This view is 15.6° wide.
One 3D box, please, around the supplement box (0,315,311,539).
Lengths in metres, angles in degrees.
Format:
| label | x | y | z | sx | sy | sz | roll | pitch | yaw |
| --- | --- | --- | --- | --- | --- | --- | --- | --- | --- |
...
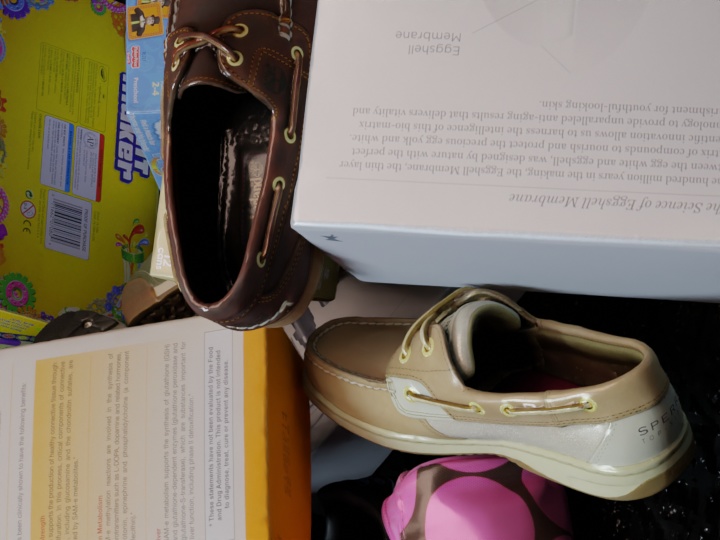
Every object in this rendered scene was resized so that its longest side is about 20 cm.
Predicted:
| label | x | y | z | sx | sy | sz | roll | pitch | yaw |
| --- | --- | --- | --- | --- | --- | --- | --- | --- | --- |
| supplement box | -0.125 | 0.101 | 1.206 | 0.199 | 0.074 | 0.127 | -9 | 60 | 13 |

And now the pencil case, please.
| label | x | y | z | sx | sy | sz | roll | pitch | yaw |
| --- | --- | --- | --- | --- | --- | --- | --- | --- | --- |
| pencil case | 0.053 | 0.180 | 1.161 | 0.091 | 0.093 | 0.201 | 98 | 171 | -63 |

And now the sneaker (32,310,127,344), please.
| label | x | y | z | sx | sy | sz | roll | pitch | yaw |
| --- | --- | --- | --- | --- | --- | --- | --- | --- | --- |
| sneaker | -0.100 | 0.109 | 1.316 | 0.078 | 0.200 | 0.089 | -35 | 2 | -9 |

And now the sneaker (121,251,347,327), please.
| label | x | y | z | sx | sy | sz | roll | pitch | yaw |
| --- | --- | --- | --- | --- | --- | --- | --- | --- | --- |
| sneaker | -0.039 | -0.040 | 1.286 | 0.200 | 0.067 | 0.090 | -27 | 61 | 31 |

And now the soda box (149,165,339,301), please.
| label | x | y | z | sx | sy | sz | roll | pitch | yaw |
| --- | --- | --- | --- | --- | --- | --- | --- | --- | --- |
| soda box | -0.041 | -0.089 | 1.205 | 0.067 | 0.064 | 0.201 | 8 | 90 | 27 |

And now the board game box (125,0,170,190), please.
| label | x | y | z | sx | sy | sz | roll | pitch | yaw |
| --- | --- | --- | --- | --- | --- | --- | --- | --- | --- |
| board game box | -0.098 | -0.148 | 1.414 | 0.036 | 0.151 | 0.201 | -2 | 71 | 4 |

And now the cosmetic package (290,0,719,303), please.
| label | x | y | z | sx | sy | sz | roll | pitch | yaw |
| --- | --- | --- | --- | --- | --- | --- | --- | --- | --- |
| cosmetic package | 0.089 | -0.096 | 1.135 | 0.198 | 0.123 | 0.201 | 4 | 78 | 16 |

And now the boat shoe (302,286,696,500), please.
| label | x | y | z | sx | sy | sz | roll | pitch | yaw |
| --- | --- | --- | --- | --- | --- | --- | --- | --- | --- |
| boat shoe | 0.056 | 0.042 | 1.162 | 0.199 | 0.074 | 0.067 | 10 | 130 | 33 |

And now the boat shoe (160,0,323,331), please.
| label | x | y | z | sx | sy | sz | roll | pitch | yaw |
| --- | --- | --- | --- | --- | --- | --- | --- | --- | --- |
| boat shoe | -0.052 | -0.075 | 1.135 | 0.070 | 0.070 | 0.201 | -8 | 82 | 26 |

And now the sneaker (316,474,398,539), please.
| label | x | y | z | sx | sy | sz | roll | pitch | yaw |
| --- | --- | --- | --- | --- | --- | --- | --- | --- | --- |
| sneaker | 0.004 | 0.195 | 1.228 | 0.070 | 0.078 | 0.201 | -14 | 67 | 45 |

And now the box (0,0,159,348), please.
| label | x | y | z | sx | sy | sz | roll | pitch | yaw |
| --- | --- | --- | --- | --- | --- | --- | --- | --- | --- |
| box | -0.215 | -0.039 | 1.485 | 0.192 | 0.122 | 0.201 | -21 | 60 | 46 |

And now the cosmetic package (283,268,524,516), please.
| label | x | y | z | sx | sy | sz | roll | pitch | yaw |
| --- | --- | --- | --- | --- | --- | --- | --- | --- | --- |
| cosmetic package | 0.000 | 0.000 | 1.319 | 0.200 | 0.052 | 0.151 | -52 | 48 | 23 |
